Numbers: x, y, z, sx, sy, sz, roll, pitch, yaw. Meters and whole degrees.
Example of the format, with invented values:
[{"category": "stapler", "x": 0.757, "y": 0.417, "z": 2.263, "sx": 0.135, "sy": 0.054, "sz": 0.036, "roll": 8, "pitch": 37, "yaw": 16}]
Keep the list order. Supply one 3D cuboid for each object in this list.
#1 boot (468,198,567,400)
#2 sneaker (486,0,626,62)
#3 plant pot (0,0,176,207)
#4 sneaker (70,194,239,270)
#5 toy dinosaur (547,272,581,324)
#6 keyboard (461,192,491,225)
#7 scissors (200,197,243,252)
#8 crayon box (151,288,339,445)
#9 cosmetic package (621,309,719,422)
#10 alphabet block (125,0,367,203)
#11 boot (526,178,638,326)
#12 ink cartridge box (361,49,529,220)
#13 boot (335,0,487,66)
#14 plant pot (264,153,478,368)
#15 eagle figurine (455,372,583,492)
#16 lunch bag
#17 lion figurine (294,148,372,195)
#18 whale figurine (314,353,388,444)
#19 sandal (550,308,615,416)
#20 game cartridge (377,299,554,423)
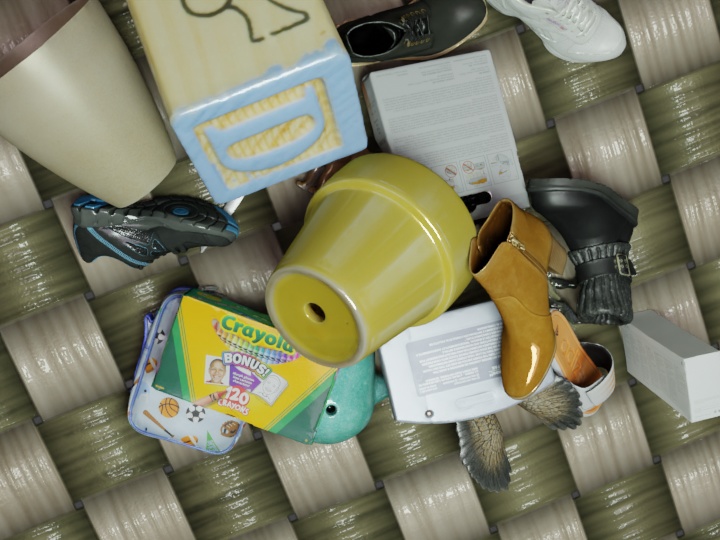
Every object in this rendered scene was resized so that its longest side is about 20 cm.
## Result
[{"category": "boot", "x": 0.163, "y": 0.032, "z": 1.083, "sx": 0.144, "sy": 0.071, "sz": 0.201, "roll": 27, "pitch": 75, "yaw": -45}, {"category": "sneaker", "x": 0.238, "y": -0.309, "z": 1.171, "sx": 0.200, "sy": 0.100, "sz": 0.075, "roll": 25, "pitch": 95, "yaw": -13}, {"category": "plant pot", "x": -0.306, "y": -0.175, "z": 1.100, "sx": 0.187, "sy": 0.187, "sz": 0.200, "roll": -39, "pitch": 116, "yaw": 2}, {"category": "sneaker", "x": -0.248, "y": -0.045, "z": 1.186, "sx": 0.200, "sy": 0.073, "sz": 0.082, "roll": 6, "pitch": 116, "yaw": -2}, {"category": "toy dinosaur", "x": 0.257, "y": 0.040, "z": 1.277, "sx": 0.088, "sy": 0.047, "sz": 0.200, "roll": -14, "pitch": 108, "yaw": -1}, {"category": "keyboard", "x": 0.117, "y": -0.096, "z": 1.203, "sx": 0.200, "sy": 0.040, "sz": 0.104, "roll": -21, "pitch": 105, "yaw": -21}, {"category": "scissors", "x": -0.137, "y": -0.105, "z": 1.207, "sx": 0.073, "sy": 0.014, "sz": 0.200, "roll": 18, "pitch": 98, "yaw": -12}, {"category": "crayon box", "x": -0.129, "y": 0.112, "z": 1.145, "sx": 0.200, "sy": 0.058, "sz": 0.119, "roll": 20, "pitch": 97, "yaw": 0}, {"category": "cosmetic package", "x": 0.391, "y": 0.115, "z": 1.227, "sx": 0.051, "sy": 0.200, "sz": 0.083, "roll": -14, "pitch": 104, "yaw": -3}, {"category": "alphabet block", "x": -0.122, "y": -0.224, "z": 1.054, "sx": 0.195, "sy": 0.196, "sz": 0.200, "roll": -20, "pitch": 67, "yaw": -4}, {"category": "boot", "x": 0.274, "y": -0.020, "z": 1.189, "sx": 0.211, "sy": 0.079, "sz": 0.158, "roll": 18, "pitch": 77, "yaw": -40}, {"category": "ink cartridge box", "x": 0.104, "y": -0.154, "z": 1.176, "sx": 0.162, "sy": 0.050, "sz": 0.200, "roll": -14, "pitch": 90, "yaw": -15}, {"category": "boot", "x": 0.066, "y": -0.279, "z": 1.134, "sx": 0.200, "sy": 0.138, "sz": 0.078, "roll": -21, "pitch": 103, "yaw": -4}, {"category": "plant pot", "x": 0.000, "y": 0.000, "z": 1.067, "sx": 0.189, "sy": 0.201, "sz": 0.201, "roll": -44, "pitch": 109, "yaw": -42}, {"category": "eagle figurine", "x": 0.166, "y": 0.155, "z": 1.235, "sx": 0.151, "sy": 0.200, "sz": 0.152, "roll": -15, "pitch": 146, "yaw": -42}, {"category": "lunch bag", "x": -0.202, "y": 0.119, "z": 1.216, "sx": 0.160, "sy": 0.076, "sz": 0.200, "roll": 19, "pitch": 98, "yaw": -5}, {"category": "lion figurine", "x": 0.002, "y": -0.123, "z": 1.203, "sx": 0.200, "sy": 0.072, "sz": 0.123, "roll": 36, "pitch": 87, "yaw": -27}, {"category": "whale figurine", "x": -0.026, "y": 0.126, "z": 1.223, "sx": 0.159, "sy": 0.104, "sz": 0.200, "roll": 25, "pitch": 100, "yaw": -11}, {"category": "sandal", "x": 0.287, "y": 0.124, "z": 1.241, "sx": 0.207, "sy": 0.059, "sz": 0.079, "roll": 50, "pitch": 54, "yaw": -42}, {"category": "game cartridge", "x": 0.125, "y": 0.110, "z": 1.165, "sx": 0.200, "sy": 0.041, "sz": 0.133, "roll": -13, "pitch": 87, "yaw": -5}]
